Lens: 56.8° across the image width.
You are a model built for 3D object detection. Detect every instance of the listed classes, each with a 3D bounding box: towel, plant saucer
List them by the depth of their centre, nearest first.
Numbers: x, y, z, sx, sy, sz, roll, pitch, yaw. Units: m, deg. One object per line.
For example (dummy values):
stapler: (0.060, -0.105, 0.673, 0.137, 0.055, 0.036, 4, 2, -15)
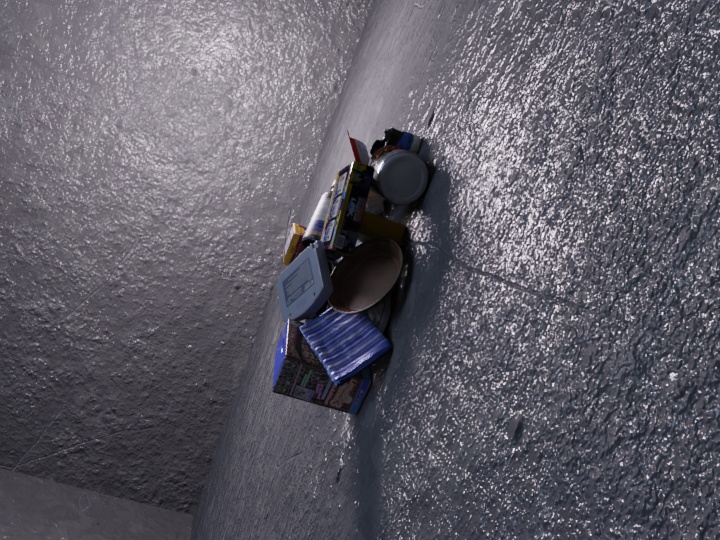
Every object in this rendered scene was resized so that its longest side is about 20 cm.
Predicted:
towel: (-0.035, 0.145, 1.428, 0.144, 0.024, 0.200, -33, 44, -9)
plant saucer: (0.015, 0.019, 1.469, 0.198, 0.037, 0.202, -23, 42, 23)

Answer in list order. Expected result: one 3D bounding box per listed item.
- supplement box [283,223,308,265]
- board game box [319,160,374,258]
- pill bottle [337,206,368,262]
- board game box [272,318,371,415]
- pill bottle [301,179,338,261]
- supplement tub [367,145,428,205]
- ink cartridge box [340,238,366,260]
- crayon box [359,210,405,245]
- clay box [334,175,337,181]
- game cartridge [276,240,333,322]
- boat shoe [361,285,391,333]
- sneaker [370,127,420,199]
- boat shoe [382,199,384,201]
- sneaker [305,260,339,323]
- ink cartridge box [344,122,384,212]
supplement box: (-0.129, -0.051, 2.020, 0.131, 0.197, 0.104, -114, 45, -71)
board game box: (-0.035, -0.133, 1.522, 0.165, 0.056, 0.203, 177, 108, -76)
pill bottle: (-0.030, -0.101, 1.879, 0.111, 0.110, 0.202, -110, 41, -69)
board game box: (-0.088, 0.215, 1.496, 0.160, 0.197, 0.098, -99, 30, -63)
pill bottle: (-0.069, -0.136, 1.755, 0.202, 0.111, 0.112, -67, 11, -22)
supplement tub: (0.082, -0.229, 1.572, 0.200, 0.121, 0.124, -121, 52, -72)
ink cartridge box: (0.000, 0.000, 1.681, 0.200, 0.083, 0.146, -138, 68, -77)
crayon box: (0.030, -0.103, 1.611, 0.200, 0.125, 0.052, -169, 98, -76)
clay box: (-0.040, -0.180, 1.977, 0.048, 0.113, 0.203, -112, 36, -69)
game cartridge: (-0.130, 0.037, 1.529, 0.200, 0.041, 0.135, -39, 61, 46)
boat shoe: (0.030, 0.062, 1.503, 0.071, 0.069, 0.202, 130, 156, -56)
sneaker: (0.067, -0.280, 1.725, 0.077, 0.110, 0.201, -85, 19, -46)
boat shoe: (0.037, -0.233, 1.884, 0.201, 0.059, 0.073, -87, 19, -61)
sneaker: (-0.117, 0.067, 1.620, 0.072, 0.111, 0.203, 18, 91, 35)
ink cartridge box: (0.011, -0.263, 1.700, 0.201, 0.056, 0.165, 81, 174, -66)
